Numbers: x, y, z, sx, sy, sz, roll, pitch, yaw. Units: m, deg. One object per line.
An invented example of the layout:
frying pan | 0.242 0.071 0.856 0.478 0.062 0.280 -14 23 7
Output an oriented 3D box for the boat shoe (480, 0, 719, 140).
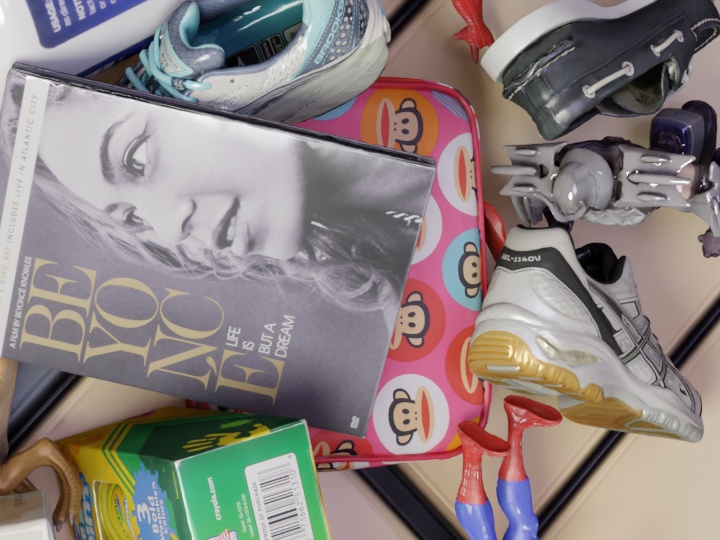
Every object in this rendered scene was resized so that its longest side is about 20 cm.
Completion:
boat shoe | 0.137 -0.106 1.327 0.199 0.076 0.061 -20 71 -48

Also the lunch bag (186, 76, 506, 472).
lunch bag | 0.000 0.000 1.291 0.175 0.082 0.202 0 89 -25

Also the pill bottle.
pill bottle | -0.155 -0.143 1.199 0.199 0.120 0.120 -30 102 -23

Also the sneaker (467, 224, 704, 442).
sneaker | 0.130 0.034 1.321 0.200 0.075 0.088 29 69 -55

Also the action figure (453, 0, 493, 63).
action figure | 0.100 -0.177 1.316 0.099 0.199 0.066 54 25 -55

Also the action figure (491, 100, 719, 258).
action figure | 0.151 -0.043 1.317 0.199 0.129 0.070 -11 114 -54

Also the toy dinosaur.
toy dinosaur | -0.184 0.084 1.217 0.106 0.060 0.201 32 77 -20

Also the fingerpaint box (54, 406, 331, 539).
fingerpaint box | -0.070 0.173 1.211 0.073 0.167 0.202 -15 97 -26

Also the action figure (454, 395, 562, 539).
action figure | 0.092 0.176 1.301 0.065 0.099 0.201 -24 129 -40

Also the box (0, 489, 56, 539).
box | -0.232 0.159 1.148 0.198 0.095 0.078 -10 95 -9

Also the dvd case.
dvd case | -0.077 -0.007 1.181 0.198 0.016 0.150 13 118 -3

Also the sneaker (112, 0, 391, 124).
sneaker | -0.085 -0.087 1.191 0.199 0.086 0.078 -35 66 3
